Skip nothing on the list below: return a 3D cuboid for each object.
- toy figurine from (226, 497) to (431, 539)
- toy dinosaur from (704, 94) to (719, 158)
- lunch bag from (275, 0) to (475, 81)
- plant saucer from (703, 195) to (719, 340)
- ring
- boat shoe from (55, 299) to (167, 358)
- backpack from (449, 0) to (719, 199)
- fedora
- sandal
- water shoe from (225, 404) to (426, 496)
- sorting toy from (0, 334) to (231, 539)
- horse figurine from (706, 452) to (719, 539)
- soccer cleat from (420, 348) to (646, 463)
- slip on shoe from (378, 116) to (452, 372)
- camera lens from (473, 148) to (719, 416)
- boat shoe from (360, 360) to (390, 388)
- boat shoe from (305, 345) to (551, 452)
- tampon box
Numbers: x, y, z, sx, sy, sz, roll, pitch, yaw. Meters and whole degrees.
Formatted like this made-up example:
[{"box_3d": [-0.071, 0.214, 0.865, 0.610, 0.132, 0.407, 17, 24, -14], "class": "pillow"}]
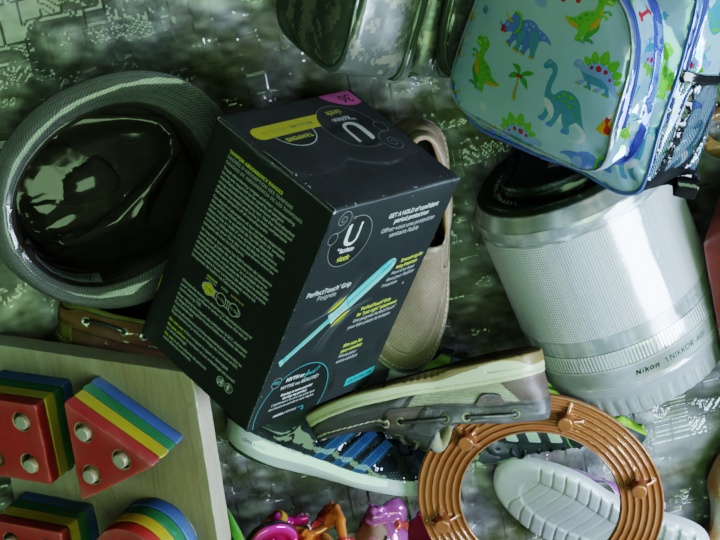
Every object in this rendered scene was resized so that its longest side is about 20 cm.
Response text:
[{"box_3d": [-0.016, 0.243, 1.719, 0.183, 0.150, 0.201, -20, 128, -15], "class": "toy figurine"}, {"box_3d": [0.289, -0.151, 1.673, 0.199, 0.060, 0.107, 4, 72, -9], "class": "toy dinosaur"}, {"box_3d": [0.049, -0.243, 1.548, 0.167, 0.139, 0.201, 3, 112, -29], "class": "lunch bag"}, {"box_3d": [0.316, 0.015, 1.671, 0.036, 0.200, 0.201, -5, 114, 20], "class": "plant saucer"}, {"box_3d": [0.143, 0.188, 1.667, 0.199, 0.019, 0.202, 4, 117, 8], "class": "ring"}, {"box_3d": [-0.142, 0.048, 1.652, 0.199, 0.072, 0.068, -3, 112, -9], "class": "boat shoe"}, {"box_3d": [0.171, -0.170, 1.475, 0.147, 0.183, 0.201, -11, 124, -54], "class": "backpack"}, {"box_3d": [-0.191, -0.068, 1.588, 0.200, 0.090, 0.177, -36, 114, -2], "class": "fedora"}, {"box_3d": [0.205, 0.205, 1.786, 0.202, 0.050, 0.083, 26, 130, -9], "class": "sandal"}, {"box_3d": [-0.009, 0.131, 1.708, 0.199, 0.072, 0.079, 12, 103, -16], "class": "water shoe"}, {"box_3d": [-0.209, 0.165, 1.625, 0.198, 0.070, 0.201, 6, 117, 28], "class": "sorting toy"}, {"box_3d": [0.346, 0.207, 1.813, 0.132, 0.050, 0.201, -2, 112, -15], "class": "horse figurine"}, {"box_3d": [0.139, 0.127, 1.735, 0.199, 0.068, 0.082, 15, 98, -8], "class": "soccer cleat"}, {"box_3d": [0.039, -0.017, 1.602, 0.076, 0.061, 0.201, 4, 100, -13], "class": "slip on shoe"}, {"box_3d": [0.190, -0.007, 1.643, 0.159, 0.160, 0.201, -25, 113, 0], "class": "camera lens"}, {"box_3d": [0.000, 0.000, 1.666, 0.065, 0.074, 0.201, 4, 99, -9], "class": "boat shoe"}, {"box_3d": [0.052, 0.111, 1.615, 0.199, 0.073, 0.065, -16, 88, 22], "class": "boat shoe"}, {"box_3d": [-0.047, -0.011, 1.541, 0.150, 0.126, 0.201, -17, 139, -49], "class": "tampon box"}]
